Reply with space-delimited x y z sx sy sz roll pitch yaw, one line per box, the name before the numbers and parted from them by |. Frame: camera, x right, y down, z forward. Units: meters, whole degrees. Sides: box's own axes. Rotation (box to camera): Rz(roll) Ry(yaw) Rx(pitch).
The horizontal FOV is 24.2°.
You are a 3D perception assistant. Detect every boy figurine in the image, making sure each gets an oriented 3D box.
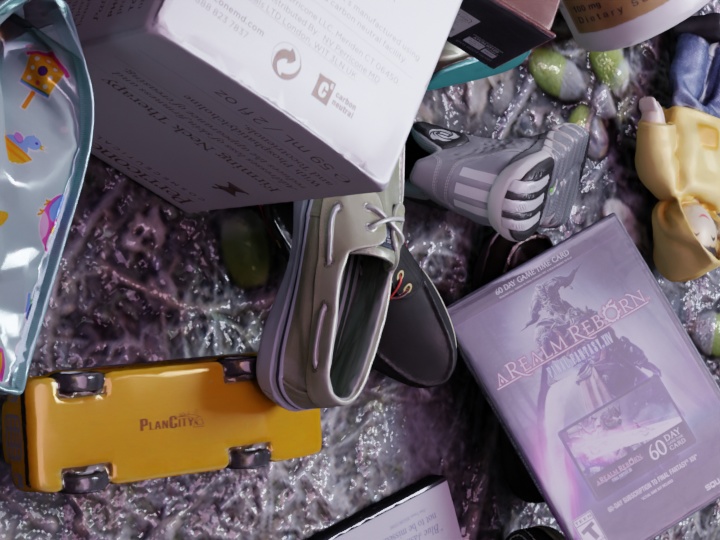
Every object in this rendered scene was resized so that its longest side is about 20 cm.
boy figurine | 0.252 -0.092 1.266 0.124 0.064 0.201 23 71 -37

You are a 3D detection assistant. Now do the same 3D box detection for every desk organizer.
desk organizer | 0.032 -0.211 1.022 0.200 0.072 0.077 28 69 -20

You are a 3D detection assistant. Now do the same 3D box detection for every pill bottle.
pill bottle | 0.163 -0.265 1.171 0.114 0.114 0.200 -42 112 -31

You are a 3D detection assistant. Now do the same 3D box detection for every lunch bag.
lunch bag | -0.226 -0.047 0.830 0.122 0.170 0.201 21 75 -43

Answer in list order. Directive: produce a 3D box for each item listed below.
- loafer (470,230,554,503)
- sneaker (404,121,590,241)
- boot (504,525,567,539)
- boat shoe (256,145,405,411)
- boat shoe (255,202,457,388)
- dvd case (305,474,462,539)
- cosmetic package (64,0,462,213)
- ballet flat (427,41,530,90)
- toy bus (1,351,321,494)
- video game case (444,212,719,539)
loafer | 0.133 0.063 1.163 0.073 0.071 0.201 -16 98 -37
sneaker | 0.084 -0.074 1.131 0.200 0.115 0.075 -19 124 -71
boot | 0.078 0.243 1.071 0.153 0.074 0.204 10 43 -20
boat shoe | -0.002 -0.013 0.969 0.072 0.062 0.201 21 78 -44
boat shoe | -0.002 0.002 1.055 0.074 0.063 0.202 -36 111 -1
dvd case | 0.026 0.254 1.108 0.142 0.018 0.201 -22 102 -37
cosmetic package | -0.073 -0.146 0.931 0.167 0.200 0.167 33 69 -32
ballet flat | 0.027 -0.142 1.103 0.200 0.069 0.070 -22 102 -38
toy bus | -0.114 0.084 0.968 0.200 0.078 0.065 -4 91 -37
video game case | 0.161 0.080 1.119 0.143 0.019 0.200 -29 85 -13
